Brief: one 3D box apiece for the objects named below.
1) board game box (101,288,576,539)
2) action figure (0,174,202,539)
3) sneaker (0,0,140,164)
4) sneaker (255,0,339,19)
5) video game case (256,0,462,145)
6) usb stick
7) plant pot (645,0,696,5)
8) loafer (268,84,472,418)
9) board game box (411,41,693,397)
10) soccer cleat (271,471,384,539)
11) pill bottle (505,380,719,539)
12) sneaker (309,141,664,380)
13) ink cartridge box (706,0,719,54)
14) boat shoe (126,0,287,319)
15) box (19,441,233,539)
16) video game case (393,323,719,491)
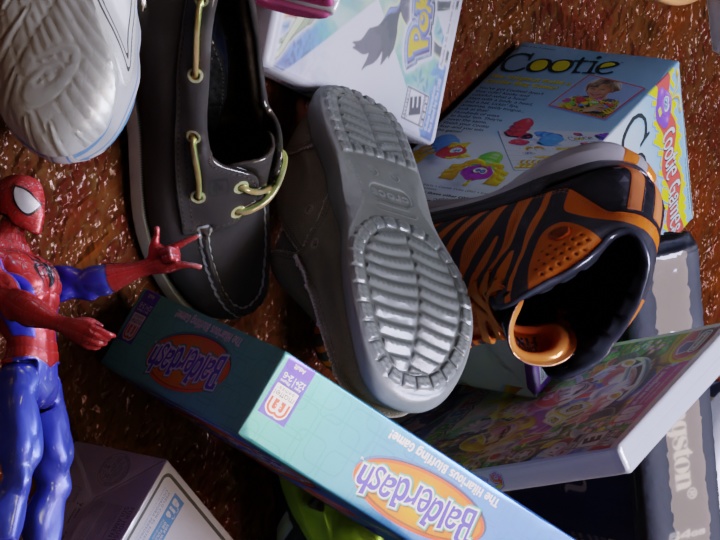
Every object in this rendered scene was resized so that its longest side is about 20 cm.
[{"bbox_3d":[-0.005,0.087,1.349,0.200,0.152,0.045,35,83,-28],"label":"board game box"},{"bbox_3d":[-0.118,0.052,1.247,0.065,0.099,0.201,16,64,-65],"label":"action figure"},{"bbox_3d":[-0.128,-0.146,1.248,0.072,0.072,0.201,-165,-104,-86],"label":"sneaker"},{"bbox_3d":[-0.052,-0.206,1.346,0.200,0.074,0.088,55,44,-47],"label":"sneaker"},{"bbox_3d":[0.009,-0.180,1.505,0.182,0.022,0.201,20,80,-59],"label":"video game case"},{"bbox_3d":[0.168,0.078,1.602,0.055,0.033,0.201,-13,104,-31],"label":"usb stick"},{"bbox_3d":[0.110,-0.241,1.503,0.200,0.140,0.201,-22,116,-57],"label":"plant pot"},{"bbox_3d":[0.000,0.000,1.416,0.075,0.070,0.200,22,38,-28],"label":"loafer"},{"bbox_3d":[0.092,-0.031,1.606,0.200,0.105,0.103,-44,134,-45],"label":"board game box"},{"bbox_3d":[-0.013,0.157,1.494,0.081,0.067,0.201,-141,-134,-76],"label":"soccer cleat"},{"bbox_3d":[0.180,0.115,1.702,0.111,0.199,0.111,-23,117,-56],"label":"pill bottle"},{"bbox_3d":[0.057,0.015,1.439,0.078,0.200,0.112,49,24,-25],"label":"sneaker"},{"bbox_3d":[0.246,-0.205,1.461,0.084,0.144,0.201,-44,134,-46],"label":"ink cartridge box"},{"bbox_3d":[-0.069,-0.059,1.364,0.072,0.060,0.202,-48,136,-44],"label":"boat shoe"},{"bbox_3d":[-0.090,0.185,1.367,0.117,0.060,0.200,-60,137,-27],"label":"box"},{"bbox_3d":[0.087,0.079,1.537,0.143,0.200,0.018,-41,112,-49],"label":"video game case"}]
